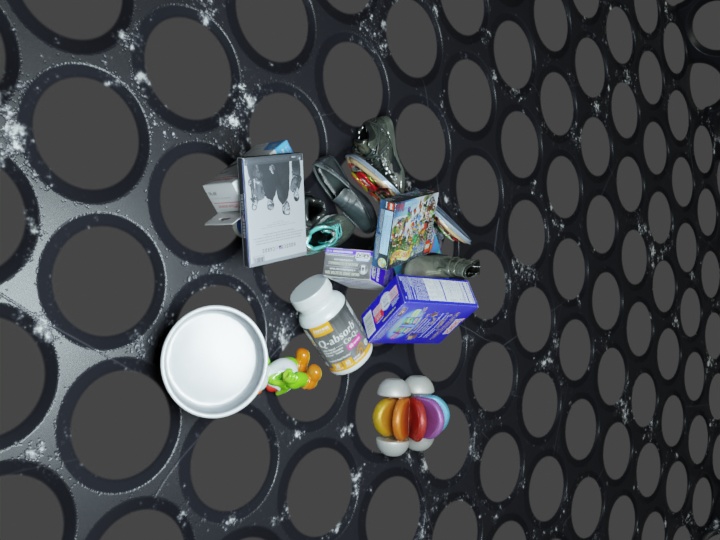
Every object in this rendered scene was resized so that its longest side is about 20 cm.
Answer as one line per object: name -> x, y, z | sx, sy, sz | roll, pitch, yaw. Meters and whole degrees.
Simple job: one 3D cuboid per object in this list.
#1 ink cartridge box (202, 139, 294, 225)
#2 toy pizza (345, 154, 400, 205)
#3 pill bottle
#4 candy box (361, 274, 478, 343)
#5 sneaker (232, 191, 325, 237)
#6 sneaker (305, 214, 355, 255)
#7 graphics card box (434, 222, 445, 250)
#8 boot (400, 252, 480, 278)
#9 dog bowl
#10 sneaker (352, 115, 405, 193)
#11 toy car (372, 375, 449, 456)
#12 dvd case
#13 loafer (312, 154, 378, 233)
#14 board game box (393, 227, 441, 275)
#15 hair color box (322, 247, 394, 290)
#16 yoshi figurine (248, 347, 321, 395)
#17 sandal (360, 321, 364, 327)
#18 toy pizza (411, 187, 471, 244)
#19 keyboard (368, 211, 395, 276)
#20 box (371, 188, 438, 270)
ink cartridge box -> -0.226, -0.173, 1.400 | 0.200, 0.114, 0.069 | -46, 120, -32
toy pizza -> 0.035, -0.182, 1.588 | 0.032, 0.200, 0.200 | -48, 122, -3
pill bottle -> -0.064, 0.117, 1.542 | 0.117, 0.115, 0.202 | -47, 118, -31
candy box -> 0.128, 0.088, 1.547 | 0.196, 0.170, 0.078 | 6, 53, -30
sneaker -> -0.160, -0.114, 1.463 | 0.197, 0.110, 0.079 | -14, 99, -40
sneaker -> -0.074, -0.074, 1.552 | 0.198, 0.090, 0.079 | -25, 106, -39
graphics card box -> 0.136, -0.035, 1.767 | 0.124, 0.050, 0.204 | 32, 68, -37
boot -> 0.181, -0.003, 1.576 | 0.199, 0.128, 0.070 | -21, 112, -53
dog bowl -> -0.274, 0.168, 1.331 | 0.195, 0.079, 0.206 | 1, 87, -16
sneaker -> 0.039, -0.256, 1.669 | 0.113, 0.075, 0.205 | -17, 98, -38
toy car -> 0.130, 0.347, 1.690 | 0.197, 0.148, 0.180 | 2, 88, -41
dvd case -> -0.167, -0.119, 1.368 | 0.148, 0.024, 0.206 | -14, 108, -46
loafer -> -0.037, -0.162, 1.568 | 0.202, 0.068, 0.070 | 53, 35, 0
board game box -> 0.142, -0.003, 1.675 | 0.153, 0.044, 0.203 | -55, 136, -38
hair color box -> 0.000, 0.000, 1.548 | 0.200, 0.107, 0.067 | 25, 71, -73
yoshi figurine -> -0.177, 0.193, 1.456 | 0.197, 0.112, 0.115 | 1, 73, -39
sandal -> 0.073, 0.122, 1.684 | 0.198, 0.054, 0.083 | -28, 130, -34
toy pizza -> 0.194, -0.128, 1.750 | 0.032, 0.201, 0.199 | -47, 126, 11
keyboard -> 0.080, -0.066, 1.700 | 0.125, 0.021, 0.204 | 24, 73, -3
box -> 0.096, -0.090, 1.490 | 0.199, 0.037, 0.140 | -22, 123, -56
